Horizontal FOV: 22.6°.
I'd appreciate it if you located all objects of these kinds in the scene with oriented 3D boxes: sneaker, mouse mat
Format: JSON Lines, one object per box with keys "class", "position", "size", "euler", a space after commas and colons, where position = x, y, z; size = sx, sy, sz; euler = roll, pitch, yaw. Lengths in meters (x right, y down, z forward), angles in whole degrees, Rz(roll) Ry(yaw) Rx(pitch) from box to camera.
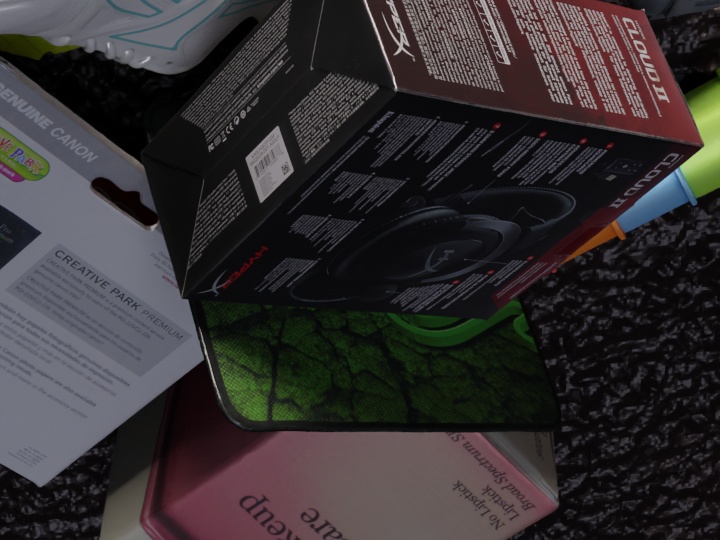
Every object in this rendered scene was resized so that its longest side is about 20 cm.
{"class": "sneaker", "position": [-0.098, -0.114, 0.743], "size": [0.199, 0.070, 0.081], "euler": [-18, 132, -31]}
{"class": "mouse mat", "position": [0.000, 0.000, 0.812], "size": [0.199, 0.162, 0.008], "euler": [5, 147, -41]}

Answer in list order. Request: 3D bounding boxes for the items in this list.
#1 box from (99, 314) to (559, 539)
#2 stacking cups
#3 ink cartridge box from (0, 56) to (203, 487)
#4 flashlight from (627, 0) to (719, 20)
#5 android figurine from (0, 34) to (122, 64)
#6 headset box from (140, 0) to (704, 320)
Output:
{"class": "box", "position": [-0.016, 0.096, 0.910], "size": [0.199, 0.109, 0.128], "euler": [-35, 117, 22]}
{"class": "stacking cups", "position": [0.138, -0.049, 0.900], "size": [0.199, 0.061, 0.061], "euler": [-27, 123, 14]}
{"class": "ink cartridge box", "position": [-0.160, -0.016, 0.824], "size": [0.175, 0.084, 0.200], "euler": [-36, 132, 18]}
{"class": "flashlight", "position": [0.079, -0.129, 0.804], "size": [0.198, 0.068, 0.069], "euler": [-9, 89, -25]}
{"class": "android figurine", "position": [-0.154, -0.171, 0.779], "size": [0.182, 0.041, 0.200], "euler": [-40, 118, 15]}
{"class": "headset box", "position": [0.033, -0.050, 0.758], "size": [0.199, 0.078, 0.149], "euler": [3, 147, -41]}
